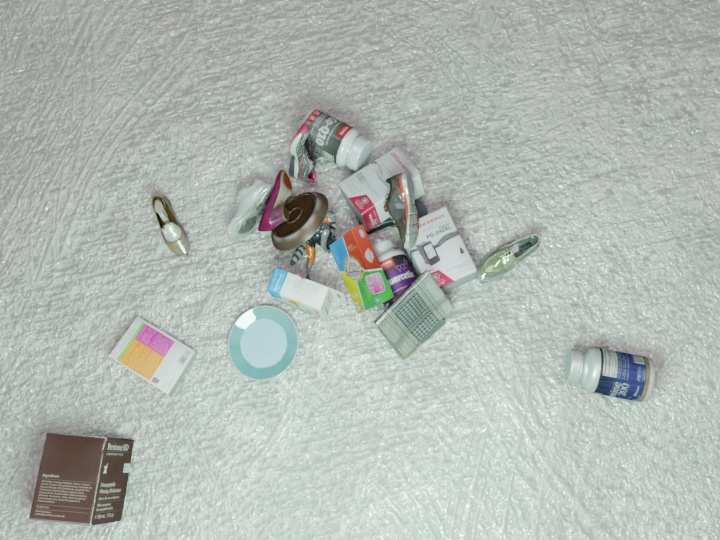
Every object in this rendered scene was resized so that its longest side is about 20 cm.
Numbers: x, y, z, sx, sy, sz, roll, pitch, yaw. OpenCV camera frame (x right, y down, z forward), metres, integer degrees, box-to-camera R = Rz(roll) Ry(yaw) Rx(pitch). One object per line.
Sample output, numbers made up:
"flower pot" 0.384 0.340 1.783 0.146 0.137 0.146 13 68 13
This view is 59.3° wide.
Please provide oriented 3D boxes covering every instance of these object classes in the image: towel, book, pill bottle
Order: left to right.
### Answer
"book" -0.561 0.230 1.719 0.197 0.048 0.135 29 75 11
"pill bottle" -0.072 -0.373 1.822 0.197 0.114 0.115 29 77 13
"pill bottle" 0.092 0.025 1.688 0.111 0.113 0.203 -24 73 -3
"towel" 0.143 0.121 1.613 0.192 0.201 0.034 -44 46 -5
"pill bottle" 0.616 0.254 1.573 0.195 0.111 0.113 10 74 8

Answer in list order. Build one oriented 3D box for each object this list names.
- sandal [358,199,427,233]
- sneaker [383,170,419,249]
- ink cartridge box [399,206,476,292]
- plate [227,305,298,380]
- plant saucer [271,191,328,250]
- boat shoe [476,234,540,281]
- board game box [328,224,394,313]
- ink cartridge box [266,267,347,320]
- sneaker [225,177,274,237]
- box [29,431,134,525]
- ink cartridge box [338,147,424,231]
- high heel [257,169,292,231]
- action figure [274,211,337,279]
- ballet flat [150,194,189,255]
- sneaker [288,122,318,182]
"sandal" 0.093 -0.152 1.782 0.196 0.043 0.078 -13 60 11
"sneaker" 0.103 -0.154 1.664 0.080 0.077 0.205 -7 82 24
"ink cartridge box" 0.206 -0.048 1.707 0.143 0.084 0.203 -23 73 -2
"plate" -0.261 0.197 1.713 0.195 0.026 0.205 -2 73 5
"plant saucer" -0.176 -0.145 1.746 0.197 0.032 0.203 -25 40 23
"boat shoe" 0.397 -0.042 1.707 0.198 0.062 0.073 -34 73 -5
"board game box" 0.000 0.000 1.659 0.040 0.153 0.203 -22 86 -29
"ink cartridge box" -0.141 0.071 1.692 0.196 0.115 0.069 19 75 11
"sneaker" -0.329 -0.182 1.815 0.098 0.078 0.201 30 69 19
"box" -0.688 0.517 1.578 0.160 0.166 0.205 3 74 7
"ink cartridge box" 0.060 -0.228 1.762 0.198 0.084 0.146 -33 53 -5
"high heel" -0.246 -0.200 1.780 0.095 0.068 0.203 -21 43 21
"action figure" -0.117 -0.074 1.743 0.198 0.105 0.196 31 83 12
"ballet flat" -0.554 -0.134 1.816 0.067 0.067 0.202 -30 73 -4
"sneaker" -0.153 -0.330 1.777 0.073 0.201 0.081 24 59 9
